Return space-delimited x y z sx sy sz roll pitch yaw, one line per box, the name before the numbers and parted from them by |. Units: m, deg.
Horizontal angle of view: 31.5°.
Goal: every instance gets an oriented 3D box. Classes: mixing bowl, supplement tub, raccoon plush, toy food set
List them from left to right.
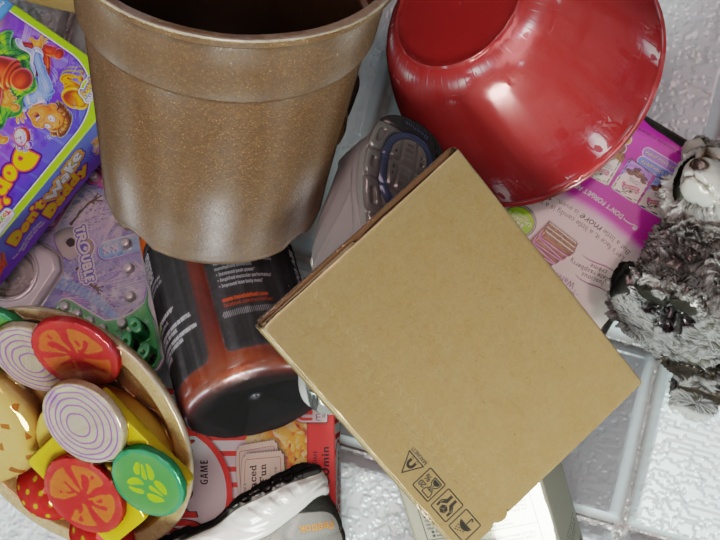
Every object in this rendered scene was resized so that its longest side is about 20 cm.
toy food set | -0.202 0.109 0.857 0.200 0.049 0.198 46 125 -4
supplement tub | -0.095 0.008 0.896 0.107 0.107 0.201 -20 62 3
mixing bowl | 0.092 -0.154 0.860 0.200 0.108 0.201 -15 62 31
raccoon plush | 0.231 -0.001 0.876 0.096 0.200 0.134 21 65 17

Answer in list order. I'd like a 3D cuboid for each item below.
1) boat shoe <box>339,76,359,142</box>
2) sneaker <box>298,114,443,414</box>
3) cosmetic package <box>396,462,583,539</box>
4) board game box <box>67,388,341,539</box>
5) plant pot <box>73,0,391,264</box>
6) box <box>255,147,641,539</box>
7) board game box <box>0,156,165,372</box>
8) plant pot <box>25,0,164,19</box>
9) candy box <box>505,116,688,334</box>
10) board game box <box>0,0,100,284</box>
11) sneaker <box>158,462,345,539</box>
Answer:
boat shoe | -0.097 -0.149 0.952 0.199 0.072 0.072 14 58 12
sneaker | 0.000 0.000 0.839 0.074 0.087 0.201 24 70 -22
cosmetic package | 0.078 0.124 0.876 0.105 0.071 0.201 -12 103 19
board game box | -0.113 0.161 0.938 0.199 0.046 0.152 -2 86 5
plant pot | -0.085 -0.124 0.802 0.199 0.199 0.201 5 46 -5
box | 0.060 0.052 0.792 0.163 0.021 0.200 -42 105 -7
board game box | -0.259 0.002 0.947 0.199 0.026 0.201 -16 72 4
plant pot | -0.214 -0.263 0.918 0.199 0.186 0.187 1 87 23
candy box | 0.140 -0.028 0.920 0.136 0.061 0.200 32 89 5
board game box | -0.274 -0.086 0.938 0.134 0.045 0.200 34 81 17
sneaker | -0.101 0.209 0.875 0.200 0.074 0.080 -27 90 3
